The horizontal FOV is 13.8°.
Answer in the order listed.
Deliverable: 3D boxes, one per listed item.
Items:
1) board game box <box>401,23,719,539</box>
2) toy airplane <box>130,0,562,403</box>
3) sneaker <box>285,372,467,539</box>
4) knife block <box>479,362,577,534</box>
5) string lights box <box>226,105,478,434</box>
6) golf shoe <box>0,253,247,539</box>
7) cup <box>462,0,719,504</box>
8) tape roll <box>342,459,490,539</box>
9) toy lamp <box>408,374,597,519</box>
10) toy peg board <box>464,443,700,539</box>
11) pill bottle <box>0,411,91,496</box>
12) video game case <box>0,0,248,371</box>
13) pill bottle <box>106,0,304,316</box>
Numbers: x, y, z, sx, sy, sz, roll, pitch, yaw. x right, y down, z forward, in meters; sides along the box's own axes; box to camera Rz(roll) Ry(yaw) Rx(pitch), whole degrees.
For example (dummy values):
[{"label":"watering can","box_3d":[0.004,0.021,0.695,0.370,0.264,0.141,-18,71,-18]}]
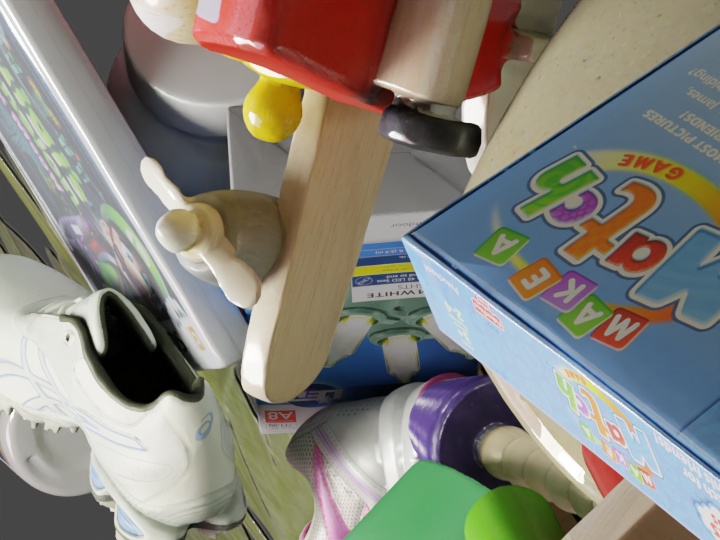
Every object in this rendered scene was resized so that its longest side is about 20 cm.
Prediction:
[{"label":"board game box","box_3d":[0.131,-0.020,0.666,0.151,0.200,0.037,39,157,49]},{"label":"toy airplane","box_3d":[-0.004,-0.086,0.961,0.141,0.200,0.199,14,142,14]},{"label":"sneaker","box_3d":[0.020,0.138,1.340,0.088,0.081,0.200,2,111,31]},{"label":"knife block","box_3d":[0.020,0.155,1.412,0.200,0.175,0.064,58,164,-2]},{"label":"string lights box","box_3d":[0.000,0.000,1.280,0.200,0.103,0.059,86,179,-62]},{"label":"golf shoe","box_3d":[-0.115,0.033,1.315,0.200,0.078,0.097,40,141,36]},{"label":"cup","box_3d":[0.110,-0.006,0.870,0.200,0.143,0.200,51,164,20]},{"label":"tape roll","box_3d":[0.079,0.159,1.159,0.200,0.048,0.200,42,167,12]},{"label":"toy lamp","box_3d":[0.077,0.078,1.143,0.200,0.058,0.058,18,139,62]},{"label":"toy peg board","box_3d":[0.138,0.081,0.795,0.200,0.199,0.098,37,-166,-27]},{"label":"pill bottle","box_3d":[-0.244,0.087,2.216,0.200,0.111,0.111,28,148,60]},{"label":"video game case","box_3d":[-0.123,-0.043,1.324,0.200,0.023,0.182,60,165,-5]},{"label":"pill bottle","box_3d":[-0.057,-0.056,1.347,0.112,0.112,0.200,50,163,25]}]
